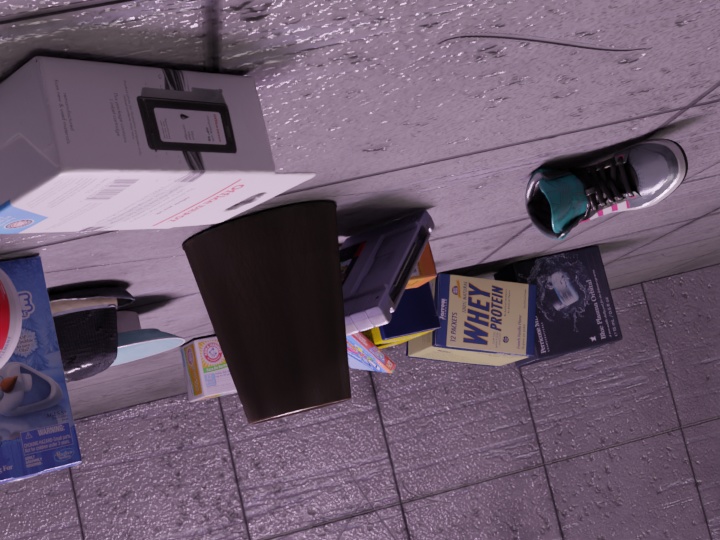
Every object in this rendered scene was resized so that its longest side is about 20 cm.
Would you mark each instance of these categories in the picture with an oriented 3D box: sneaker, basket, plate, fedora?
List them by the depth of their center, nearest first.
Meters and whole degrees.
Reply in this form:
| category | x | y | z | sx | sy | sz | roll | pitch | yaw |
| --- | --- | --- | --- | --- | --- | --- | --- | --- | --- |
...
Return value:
| category | x | y | z | sx | sy | sz | roll | pitch | yaw |
| --- | --- | --- | --- | --- | --- | --- | --- | --- | --- |
| basket | -0.084 | 0.050 | 1.147 | 0.178 | 0.203 | 0.136 | -18 | 172 | 21 |
| sneaker | 0.260 | -0.092 | 1.229 | 0.120 | 0.085 | 0.199 | -20 | 179 | -39 |
| fedora | -0.360 | 0.086 | 1.294 | 0.198 | 0.093 | 0.201 | -14 | 172 | -2 |
| plate | -0.337 | 0.107 | 1.481 | 0.197 | 0.026 | 0.200 | -15 | 172 | -2 |

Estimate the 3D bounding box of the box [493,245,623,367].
| category | x | y | z | sx | sy | sz | roll | pitch | yaw |
| --- | --- | --- | --- | --- | --- | --- | --- | --- | --- |
| box | 0.396 | 0.073 | 2.190 | 0.197 | 0.199 | 0.117 | -11 | 171 | -16 |

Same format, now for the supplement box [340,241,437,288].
| category | x | y | z | sx | sy | sz | roll | pitch | yaw |
| --- | --- | --- | --- | --- | --- | --- | --- | --- | --- |
| supplement box | 0.000 | 0.000 | 1.448 | 0.198 | 0.070 | 0.066 | -7 | 168 | -28 |

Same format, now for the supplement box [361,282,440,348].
| category | x | y | z | sx | sy | sz | roll | pitch | yaw |
| --- | --- | --- | --- | --- | --- | --- | --- | --- | --- |
| supplement box | 0.040 | 0.072 | 1.872 | 0.108 | 0.110 | 0.200 | -10 | 172 | -23 |

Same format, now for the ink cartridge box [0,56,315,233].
| category | x | y | z | sx | sy | sz | roll | pitch | yaw |
| --- | --- | --- | --- | --- | --- | --- | --- | --- | --- |
| ink cartridge box | -0.136 | -0.072 | 0.673 | 0.115 | 0.069 | 0.199 | -20 | 170 | 40 |

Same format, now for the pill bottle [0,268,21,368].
| category | x | y | z | sx | sy | sz | roll | pitch | yaw |
| --- | --- | --- | --- | --- | --- | --- | --- | --- | --- |
| pill bottle | -0.368 | 0.037 | 0.864 | 0.111 | 0.114 | 0.200 | -16 | 172 | 13 |

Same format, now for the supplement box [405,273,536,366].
| category | x | y | z | sx | sy | sz | roll | pitch | yaw |
| --- | --- | --- | --- | --- | --- | --- | --- | --- | --- |
| supplement box | 0.209 | 0.099 | 2.086 | 0.197 | 0.136 | 0.200 | 6 | 168 | -12 |

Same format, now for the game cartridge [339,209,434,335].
| category | x | y | z | sx | sy | sz | roll | pitch | yaw |
| --- | --- | --- | --- | --- | --- | --- | --- | --- | --- |
| game cartridge | 0.003 | 0.007 | 1.267 | 0.128 | 0.039 | 0.201 | -15 | -152 | 29 |

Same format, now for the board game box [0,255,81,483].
| category | x | y | z | sx | sy | sz | roll | pitch | yaw |
| --- | --- | --- | --- | --- | --- | --- | --- | --- | --- |
| board game box | -0.373 | 0.101 | 0.991 | 0.198 | 0.202 | 0.043 | -10 | 170 | -27 |

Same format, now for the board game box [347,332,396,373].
| category | x | y | z | sx | sy | sz | roll | pitch | yaw |
| --- | --- | --- | --- | --- | --- | --- | --- | --- | --- |
| board game box | -0.035 | 0.109 | 1.808 | 0.102 | 0.020 | 0.200 | 4 | 149 | 45 |

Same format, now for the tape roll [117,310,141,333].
| category | x | y | z | sx | sy | sz | roll | pitch | yaw |
| --- | --- | --- | --- | --- | --- | --- | --- | --- | --- |
| tape roll | -0.405 | 0.098 | 1.524 | 0.200 | 0.038 | 0.203 | -15 | 173 | -2 |

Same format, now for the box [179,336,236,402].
| category | x | y | z | sx | sy | sz | roll | pitch | yaw |
| --- | --- | --- | --- | --- | --- | --- | --- | --- | --- |
| box | -0.238 | 0.179 | 2.114 | 0.198 | 0.114 | 0.101 | -10 | 173 | -28 |
